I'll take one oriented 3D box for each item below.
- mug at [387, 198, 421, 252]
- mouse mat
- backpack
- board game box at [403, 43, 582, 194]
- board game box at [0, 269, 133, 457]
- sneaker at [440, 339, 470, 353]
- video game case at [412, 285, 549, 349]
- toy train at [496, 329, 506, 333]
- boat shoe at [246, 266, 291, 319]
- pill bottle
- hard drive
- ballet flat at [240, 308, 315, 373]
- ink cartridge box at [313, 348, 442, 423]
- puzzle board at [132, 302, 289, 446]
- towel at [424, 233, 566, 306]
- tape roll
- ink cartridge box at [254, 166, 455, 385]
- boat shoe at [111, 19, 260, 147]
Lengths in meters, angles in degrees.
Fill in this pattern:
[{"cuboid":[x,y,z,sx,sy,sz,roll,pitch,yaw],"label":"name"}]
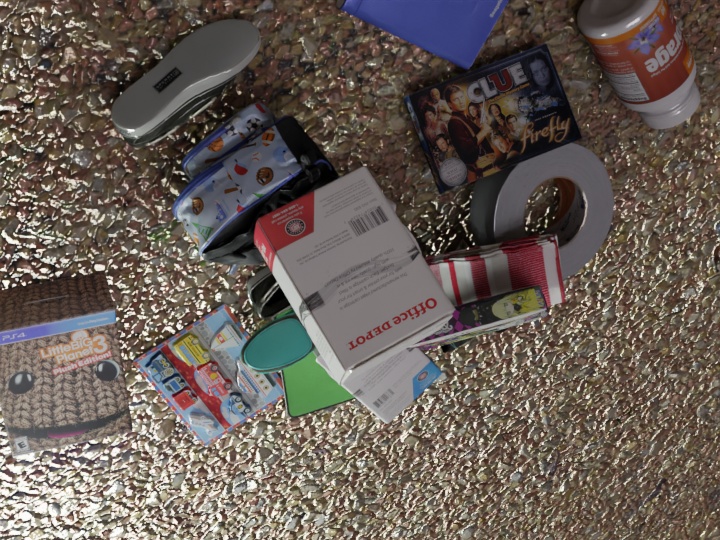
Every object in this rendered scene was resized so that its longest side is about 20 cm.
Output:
[{"cuboid":[0.000,0.000,1.390,0.147,0.200,0.175,21,158,0],"label":"mug"},{"cuboid":[-0.043,0.119,1.611,0.161,0.008,0.200,-16,123,-16],"label":"mouse mat"},{"cuboid":[-0.133,-0.097,1.327,0.190,0.154,0.200,-41,164,1],"label":"backpack"},{"cuboid":[0.173,-0.198,1.441,0.200,0.035,0.136,-22,92,-8],"label":"board game box"},{"cuboid":[-0.388,0.120,1.419,0.159,0.097,0.200,-11,125,-16],"label":"board game box"},{"cuboid":[0.101,0.056,1.593,0.079,0.075,0.200,-43,126,10],"label":"sneaker"},{"cuboid":[0.154,0.064,1.435,0.181,0.200,0.036,-16,83,8],"label":"video game case"},{"cuboid":[0.197,0.011,1.621,0.034,0.046,0.200,-18,126,-11],"label":"toy train"},{"cuboid":[-0.061,-0.003,1.494,0.200,0.064,0.071,-37,128,3],"label":"boat shoe"},{"cuboid":[0.377,-0.285,1.463,0.112,0.112,0.200,-39,127,5],"label":"pill bottle"},{"cuboid":[0.085,-0.344,1.359,0.200,0.025,0.132,18,112,-30],"label":"hard drive"},{"cuboid":[-0.079,0.079,1.519,0.200,0.070,0.067,-33,96,-14],"label":"ballet flat"},{"cuboid":[0.015,0.122,1.587,0.116,0.067,0.200,-42,132,2],"label":"ink cartridge box"},{"cuboid":[-0.207,0.153,1.565,0.151,0.017,0.200,-31,128,-1],"label":"puzzle board"},{"cuboid":[0.176,0.020,1.506,0.200,0.023,0.144,-11,138,7],"label":"towel"},{"cuboid":[0.254,-0.086,1.539,0.200,0.066,0.201,-8,110,-24],"label":"tape roll"},{"cuboid":[-0.010,0.007,1.245,0.147,0.200,0.083,-27,168,-16],"label":"ink cartridge box"},{"cuboid":[-0.201,-0.219,1.293,0.200,0.071,0.064,-36,160,-8],"label":"boat shoe"}]
